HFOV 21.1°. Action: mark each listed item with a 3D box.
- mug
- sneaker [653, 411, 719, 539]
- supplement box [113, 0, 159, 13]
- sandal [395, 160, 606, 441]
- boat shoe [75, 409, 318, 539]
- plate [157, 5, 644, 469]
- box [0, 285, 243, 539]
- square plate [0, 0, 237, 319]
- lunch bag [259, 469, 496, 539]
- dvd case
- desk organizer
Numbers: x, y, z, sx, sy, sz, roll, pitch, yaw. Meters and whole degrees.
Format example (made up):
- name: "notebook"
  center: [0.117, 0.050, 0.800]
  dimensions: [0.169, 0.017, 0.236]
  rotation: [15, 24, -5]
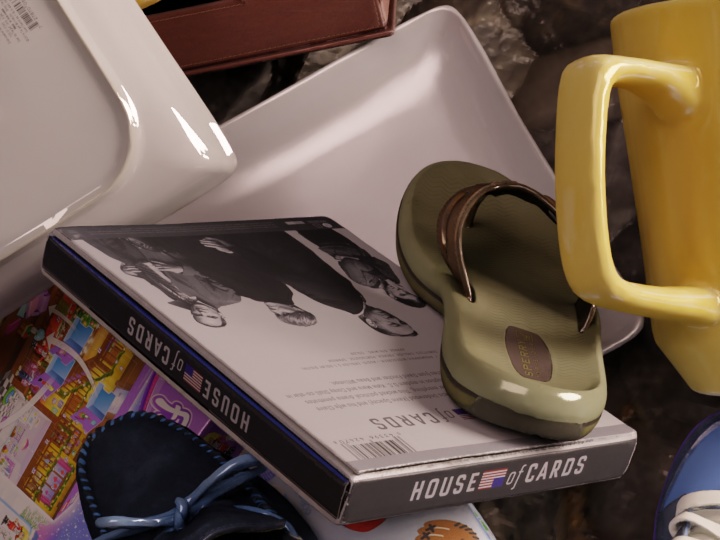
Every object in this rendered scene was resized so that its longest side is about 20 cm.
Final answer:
- name: "mug"
  center: [0.158, -0.027, 0.777]
  dimensions: [0.185, 0.149, 0.155]
  rotation: [0, 90, -6]
- name: "sneaker"
  center: [0.141, 0.125, 0.715]
  dimensions: [0.080, 0.147, 0.201]
  rotation: [0, 65, 15]
- name: "supplement box"
  center: [-0.189, -0.150, 0.842]
  dimensions: [0.199, 0.103, 0.132]
  rotation: [-18, 103, 8]
- name: "sandal"
  center: [0.063, -0.001, 0.768]
  dimensions: [0.079, 0.058, 0.201]
  rotation: [6, 24, -10]
- name: "boat shoe"
  center: [-0.040, 0.106, 0.682]
  dimensions: [0.084, 0.069, 0.200]
  rotation: [-41, 51, -15]
- name: "plate"
  center: [0.000, 0.000, 0.880]
  dimensions: [0.199, 0.032, 0.200]
  rotation: [-28, 61, 0]
- name: "box"
  center: [-0.140, 0.088, 0.848]
  dimensions: [0.137, 0.039, 0.201]
  rotation: [35, 86, 32]
- name: "square plate"
  center: [-0.183, -0.073, 0.787]
  dimensions: [0.197, 0.028, 0.201]
  rotation: [-31, 99, 7]
- name: "lunch bag"
  center: [-0.022, 0.173, 0.748]
  dimensions: [0.199, 0.124, 0.170]
  rotation: [-33, 51, 2]
- name: "dvd case"
  center: [-0.011, 0.031, 0.753]
  dimensions: [0.200, 0.150, 0.025]
  rotation: [36, 118, 41]
- name: "desk organizer"
  center: [-0.087, -0.143, 0.934]
  dimensions: [0.198, 0.077, 0.072]
  rotation: [-10, 30, 10]
